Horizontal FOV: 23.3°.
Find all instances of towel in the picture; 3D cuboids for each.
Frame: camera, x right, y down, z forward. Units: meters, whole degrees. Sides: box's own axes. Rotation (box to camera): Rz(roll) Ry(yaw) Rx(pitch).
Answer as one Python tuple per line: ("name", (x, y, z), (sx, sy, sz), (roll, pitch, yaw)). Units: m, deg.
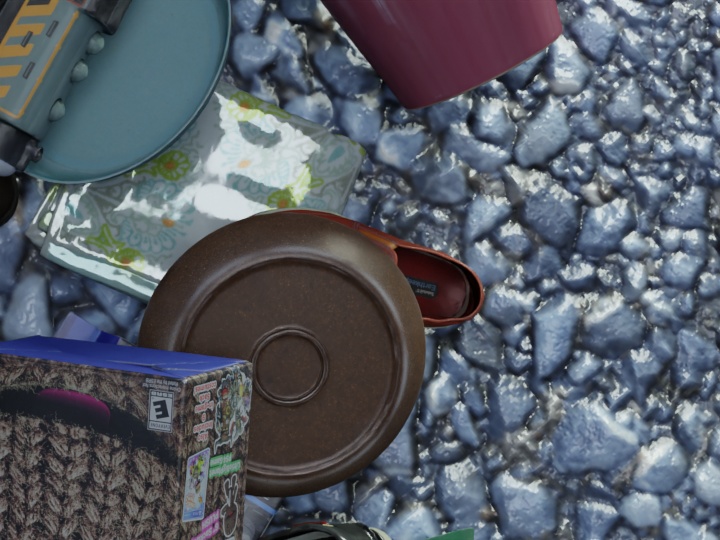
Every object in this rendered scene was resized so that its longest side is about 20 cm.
("towel", (-0.116, -0.052, 1.242), (0.200, 0.048, 0.171), (24, 79, -6))

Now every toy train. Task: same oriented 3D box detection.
("toy train", (-0.231, -0.162, 1.175), (0.114, 0.085, 0.200), (28, 85, 5))

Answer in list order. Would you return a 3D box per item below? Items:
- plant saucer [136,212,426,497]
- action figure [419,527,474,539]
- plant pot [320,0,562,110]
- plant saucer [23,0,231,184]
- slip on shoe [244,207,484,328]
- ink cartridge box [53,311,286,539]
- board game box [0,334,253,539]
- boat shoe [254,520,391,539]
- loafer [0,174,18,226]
("plant saucer", (-0.050, 0.062, 1.175), (0.200, 0.034, 0.201), (-2, 103, -11))
("action figure", (-0.015, 0.244, 1.216), (0.199, 0.055, 0.118), (-2, 85, -6))
("plant pot", (0.048, -0.221, 1.233), (0.200, 0.200, 0.179), (-30, 103, -13))
("plant saucer", (-0.174, -0.148, 1.212), (0.200, 0.027, 0.201), (-9, 65, 21))
("slip on shoe", (0.000, 0.000, 1.219), (0.200, 0.061, 0.074), (14, 84, -26))
("ink cartridge box", (-0.145, 0.119, 1.217), (0.200, 0.039, 0.100), (31, 79, -3))
("board game box", (-0.163, 0.150, 1.085), (0.159, 0.097, 0.201), (5, 95, 20))
("boat shoe", (-0.074, 0.213, 1.145), (0.201, 0.063, 0.074), (-24, 68, 26))
("loafer", (-0.336, -0.053, 1.192), (0.200, 0.071, 0.073), (-11, 84, -11))
